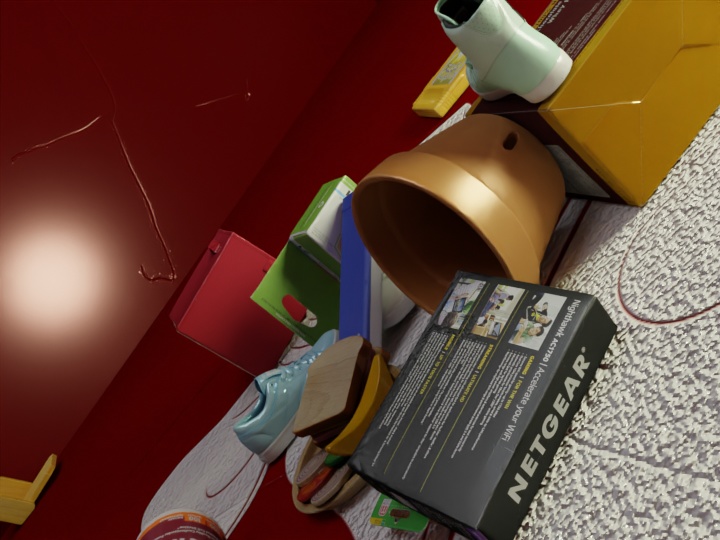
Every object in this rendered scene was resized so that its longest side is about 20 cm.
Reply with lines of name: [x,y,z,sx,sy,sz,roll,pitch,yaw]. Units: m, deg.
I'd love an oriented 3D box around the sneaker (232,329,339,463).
sneaker: [-0.094,0.151,1.072,0.202,0.082,0.074,-57,19,-18]

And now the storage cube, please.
storage cube: [-0.199,0.055,1.367,0.182,0.198,0.171,-59,18,-6]

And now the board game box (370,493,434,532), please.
board game box: [0.080,0.143,0.723,0.201,0.030,0.095,-57,17,-26]

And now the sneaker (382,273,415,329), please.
sneaker: [0.039,-0.012,1.051,0.075,0.088,0.202,-35,23,38]

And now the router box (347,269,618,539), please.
router box: [0.095,0.102,0.650,0.148,0.051,0.202,11,63,50]

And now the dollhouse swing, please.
dollhouse swing: [-1.021,0.628,2.400,0.200,0.179,0.179,-171,99,-72]

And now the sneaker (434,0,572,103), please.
sneaker: [0.118,-0.224,0.767,0.074,0.118,0.201,-50,16,5]

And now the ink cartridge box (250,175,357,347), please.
ink cartridge box: [-0.035,-0.003,1.124,0.202,0.147,0.075,-58,19,-19]

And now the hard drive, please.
hard drive: [0.000,0.000,1.024,0.132,0.025,0.204,161,111,-74]

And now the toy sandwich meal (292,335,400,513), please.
toy sandwich meal: [-0.026,0.164,0.883,0.205,0.070,0.206,-46,17,18]

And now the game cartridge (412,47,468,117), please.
game cartridge: [0.183,-0.379,1.538,0.201,0.032,0.176,-50,16,1]

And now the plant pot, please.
plant pot: [0.108,-0.058,0.795,0.140,0.201,0.199,-48,14,-24]

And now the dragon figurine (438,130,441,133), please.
dragon figurine: [0.106,-0.124,1.129,0.100,0.058,0.202,105,-171,-54]

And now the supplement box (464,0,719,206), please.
supplement box: [0.242,-0.190,0.807,0.198,0.132,0.200,-52,17,-2]

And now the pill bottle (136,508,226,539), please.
pill bottle: [-0.189,0.348,0.854,0.115,0.114,0.200,-51,17,-1]
